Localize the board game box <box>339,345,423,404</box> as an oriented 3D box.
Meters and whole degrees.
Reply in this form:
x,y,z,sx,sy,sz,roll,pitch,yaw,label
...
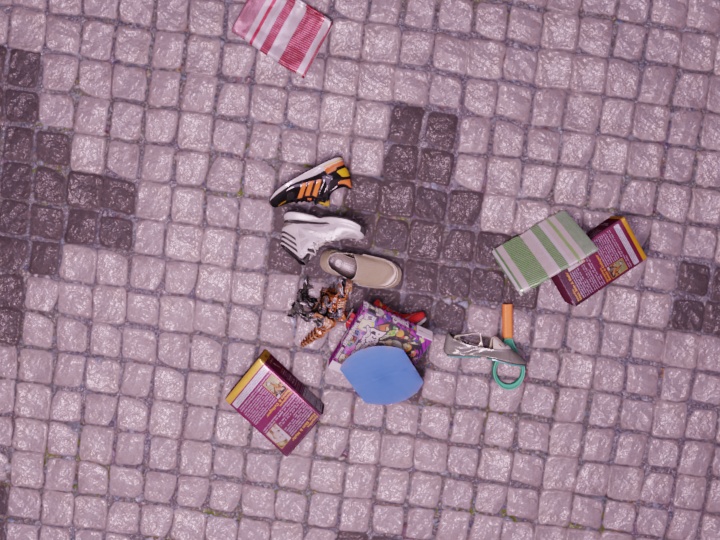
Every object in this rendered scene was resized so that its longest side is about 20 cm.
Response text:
x,y,z,sx,sy,sz,roll,pitch,yaw,label
0.050,0.225,1.558,0.154,0.040,0.202,-20,129,17,board game box

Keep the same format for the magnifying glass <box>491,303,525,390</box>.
x,y,z,sx,sy,sz,roll,pitch,yaw,label
0.351,0.181,1.638,0.077,0.022,0.207,-2,95,0,magnifying glass

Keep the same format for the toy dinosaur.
x,y,z,sx,sy,sz,roll,pitch,yaw,label
-0.092,0.096,1.589,0.133,0.102,0.204,28,94,-7,toy dinosaur

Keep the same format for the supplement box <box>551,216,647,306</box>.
x,y,z,sx,sy,sz,roll,pitch,yaw,label
0.536,-0.023,1.586,0.197,0.086,0.112,-33,94,3,supplement box

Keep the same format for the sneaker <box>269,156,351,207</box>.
x,y,z,sx,sy,sz,roll,pitch,yaw,label
-0.112,-0.179,1.575,0.196,0.070,0.092,-29,92,1,sneaker

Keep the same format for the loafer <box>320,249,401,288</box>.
x,y,z,sx,sy,sz,roll,pitch,yaw,label
0.000,0.000,1.594,0.193,0.068,0.078,10,96,-1,loafer

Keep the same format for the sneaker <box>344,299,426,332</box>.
x,y,z,sx,sy,sz,roll,pitch,yaw,label
0.056,0.110,1.604,0.193,0.077,0.088,-8,91,0,sneaker

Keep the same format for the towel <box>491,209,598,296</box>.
x,y,z,sx,sy,sz,roll,pitch,yaw,label
0.414,-0.043,1.565,0.196,0.154,0.024,-30,136,4,towel

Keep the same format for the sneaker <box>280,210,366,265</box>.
x,y,z,sx,sy,sz,roll,pitch,yaw,label
-0.088,-0.062,1.569,0.194,0.076,0.119,7,74,8,sneaker

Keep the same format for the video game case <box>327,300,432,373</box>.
x,y,z,sx,sy,sz,roll,pitch,yaw,label
0.043,0.181,1.573,0.177,0.036,0.202,24,124,-11,video game case

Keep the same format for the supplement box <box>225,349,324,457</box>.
x,y,z,sx,sy,sz,roll,pitch,yaw,label
-0.196,0.306,1.606,0.200,0.103,0.131,43,94,-3,supplement box

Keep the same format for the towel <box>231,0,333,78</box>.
x,y,z,sx,sy,sz,roll,pitch,yaw,label
-0.177,-0.553,1.563,0.197,0.023,0.146,32,95,-3,towel

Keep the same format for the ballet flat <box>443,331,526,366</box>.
x,y,z,sx,sy,sz,roll,pitch,yaw,label
0.290,0.179,1.603,0.193,0.067,0.066,7,92,11,ballet flat
